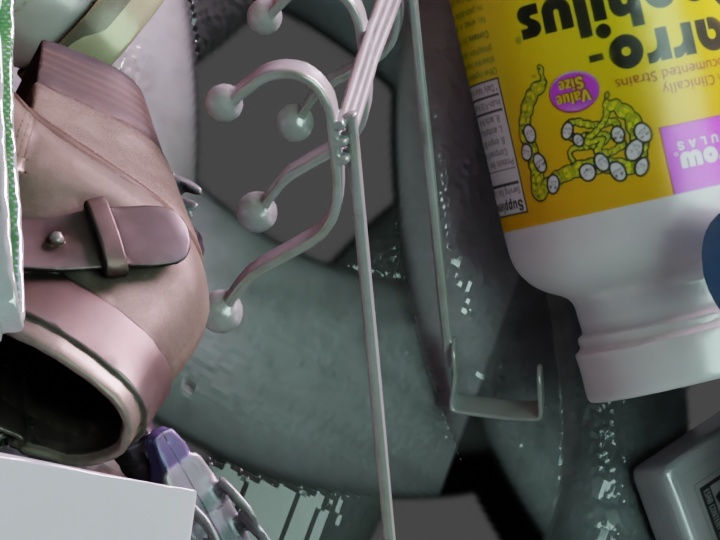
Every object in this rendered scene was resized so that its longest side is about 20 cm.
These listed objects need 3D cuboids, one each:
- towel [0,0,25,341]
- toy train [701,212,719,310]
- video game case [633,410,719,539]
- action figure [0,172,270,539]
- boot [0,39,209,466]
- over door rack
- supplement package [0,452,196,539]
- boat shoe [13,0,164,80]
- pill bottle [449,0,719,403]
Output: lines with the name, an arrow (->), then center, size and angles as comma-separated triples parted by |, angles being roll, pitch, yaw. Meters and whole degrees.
towel -> -0.188, -0.038, 0.766 | 0.200, 0.031, 0.149 | -3, 50, -6
toy train -> 0.176, 0.052, 0.994 | 0.116, 0.085, 0.200 | -18, 113, -27
video game case -> 0.203, 0.128, 1.170 | 0.182, 0.023, 0.200 | -29, 105, -35
action figure -> -0.096, 0.024, 0.915 | 0.130, 0.069, 0.200 | -29, 102, -25
boot -> -0.137, -0.020, 0.811 | 0.200, 0.070, 0.146 | 12, 39, -8
over door rack -> 0.000, 0.000, 0.954 | 0.148, 0.067, 0.200 | -72, 147, -60
supplement package -> -0.167, 0.115, 0.771 | 0.151, 0.200, 0.152 | 14, 80, -36
boat shoe -> -0.067, -0.144, 0.937 | 0.068, 0.075, 0.200 | 40, 53, -15
pill bottle -> 0.092, -0.060, 1.028 | 0.104, 0.104, 0.200 | -14, 90, -37
